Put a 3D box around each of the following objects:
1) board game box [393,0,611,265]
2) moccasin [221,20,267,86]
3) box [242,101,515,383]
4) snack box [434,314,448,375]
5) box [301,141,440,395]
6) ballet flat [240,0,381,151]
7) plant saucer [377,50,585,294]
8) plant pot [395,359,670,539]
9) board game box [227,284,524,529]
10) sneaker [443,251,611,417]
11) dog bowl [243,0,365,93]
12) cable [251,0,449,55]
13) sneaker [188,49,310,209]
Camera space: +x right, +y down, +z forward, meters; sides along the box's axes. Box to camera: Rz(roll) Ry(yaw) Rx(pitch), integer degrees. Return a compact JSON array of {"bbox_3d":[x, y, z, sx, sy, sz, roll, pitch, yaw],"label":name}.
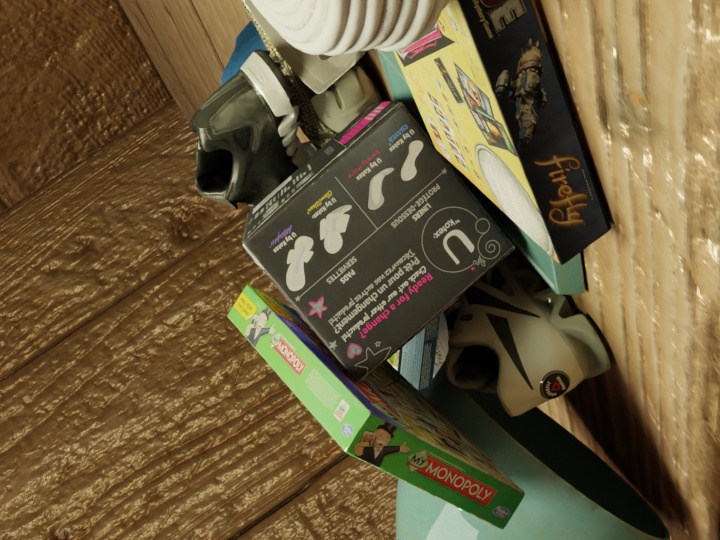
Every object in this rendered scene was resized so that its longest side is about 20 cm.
[{"bbox_3d":[0.049,-0.113,0.622,0.136,0.034,0.201,50,171,49],"label":"board game box"},{"bbox_3d":[-0.064,-0.172,1.057,0.068,0.080,0.201,44,-159,-18],"label":"moccasin"},{"bbox_3d":[0.004,-0.025,0.840,0.115,0.132,0.200,49,-178,-8],"label":"box"},{"bbox_3d":[0.032,-0.005,1.181,0.201,0.067,0.170,54,172,43],"label":"snack box"},{"bbox_3d":[0.000,0.000,1.057,0.200,0.037,0.138,51,148,44],"label":"box"},{"bbox_3d":[-0.033,-0.159,0.942,0.202,0.067,0.075,61,163,-5],"label":"ballet flat"},{"bbox_3d":[0.070,-0.067,0.781,0.201,0.019,0.070,53,173,31],"label":"plant saucer"},{"bbox_3d":[0.102,0.178,0.919,0.199,0.135,0.200,36,-173,-5],"label":"plant pot"},{"bbox_3d":[0.005,0.083,0.820,0.134,0.029,0.200,32,-175,-33],"label":"board game box"},{"bbox_3d":[0.084,0.033,0.871,0.075,0.088,0.200,57,176,-25],"label":"sneaker"},{"bbox_3d":[-0.053,-0.213,0.815,0.201,0.058,0.200,55,174,8],"label":"dog bowl"},{"bbox_3d":[-0.022,-0.178,0.489,0.202,0.068,0.201,85,159,-45],"label":"cable"},{"bbox_3d":[-0.081,-0.076,0.954,0.067,0.090,0.201,50,169,27],"label":"sneaker"}]
